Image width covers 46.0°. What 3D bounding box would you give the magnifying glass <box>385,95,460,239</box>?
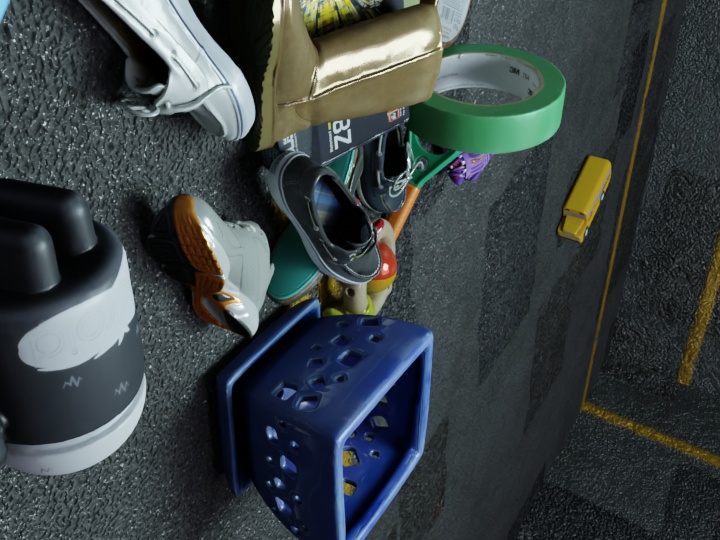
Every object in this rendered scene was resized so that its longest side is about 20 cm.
[{"bbox_3d":[0.078,-0.131,1.110,0.202,0.079,0.022,-63,160,9],"label":"magnifying glass"}]

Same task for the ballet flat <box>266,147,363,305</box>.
[{"bbox_3d":[-0.041,-0.051,0.921,0.203,0.067,0.068,-66,164,-9],"label":"ballet flat"}]

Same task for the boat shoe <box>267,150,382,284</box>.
[{"bbox_3d":[-0.017,-0.043,0.836,0.070,0.066,0.201,-53,140,-17],"label":"boat shoe"}]

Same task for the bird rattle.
[{"bbox_3d":[0.000,0.000,1.050,0.163,0.111,0.203,-52,139,-57],"label":"bird rattle"}]

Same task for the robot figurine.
[{"bbox_3d":[-0.212,0.042,0.567,0.149,0.125,0.203,-22,131,-28],"label":"robot figurine"}]

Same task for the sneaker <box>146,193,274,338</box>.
[{"bbox_3d":[-0.127,-0.022,0.768,0.201,0.075,0.093,79,31,-61],"label":"sneaker"}]

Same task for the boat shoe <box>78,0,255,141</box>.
[{"bbox_3d":[-0.146,-0.145,0.619,0.087,0.074,0.203,-61,152,-20],"label":"boat shoe"}]

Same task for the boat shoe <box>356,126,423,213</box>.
[{"bbox_3d":[0.033,-0.130,1.015,0.075,0.061,0.201,-59,154,-26],"label":"boat shoe"}]

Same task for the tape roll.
[{"bbox_3d":[0.145,-0.211,1.021,0.200,0.198,0.049,-45,145,-42],"label":"tape roll"}]

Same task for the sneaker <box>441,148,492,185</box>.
[{"bbox_3d":[0.148,-0.166,1.213,0.085,0.080,0.199,-66,157,5],"label":"sneaker"}]

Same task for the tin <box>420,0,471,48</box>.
[{"bbox_3d":[0.110,-0.371,1.030,0.112,0.041,0.203,-17,123,-65],"label":"tin"}]

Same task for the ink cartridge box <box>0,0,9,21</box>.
[{"bbox_3d":[-0.210,-0.235,0.426,0.203,0.067,0.115,-68,156,-4],"label":"ink cartridge box"}]

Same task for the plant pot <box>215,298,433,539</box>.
[{"bbox_3d":[-0.044,0.161,0.932,0.200,0.178,0.203,-44,145,-45],"label":"plant pot"}]

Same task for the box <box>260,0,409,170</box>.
[{"bbox_3d":[-0.030,-0.202,0.793,0.160,0.049,0.202,-29,138,-24],"label":"box"}]

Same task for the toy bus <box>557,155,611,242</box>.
[{"bbox_3d":[0.534,-0.169,2.024,0.202,0.064,0.079,-60,153,-21],"label":"toy bus"}]

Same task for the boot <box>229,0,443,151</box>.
[{"bbox_3d":[-0.013,-0.199,0.725,0.198,0.066,0.177,-23,147,-29],"label":"boot"}]

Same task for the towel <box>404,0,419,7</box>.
[{"bbox_3d":[0.012,-0.284,0.889,0.199,0.036,0.151,-33,138,-54],"label":"towel"}]
